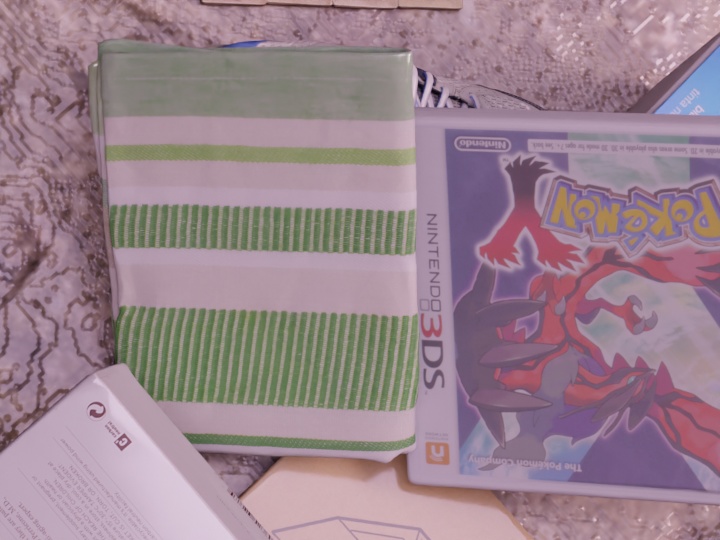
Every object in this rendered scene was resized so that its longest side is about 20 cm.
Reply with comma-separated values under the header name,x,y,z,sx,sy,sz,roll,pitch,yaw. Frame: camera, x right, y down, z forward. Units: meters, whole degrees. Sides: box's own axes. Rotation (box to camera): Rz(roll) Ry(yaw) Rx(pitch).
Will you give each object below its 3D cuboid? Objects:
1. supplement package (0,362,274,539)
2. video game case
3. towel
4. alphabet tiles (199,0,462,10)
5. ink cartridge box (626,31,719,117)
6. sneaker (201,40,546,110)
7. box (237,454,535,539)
name,x,y,z,sx,sy,sz,roll,pitch,yaw
supplement package,-0.124,0.178,1.260,0.200,0.147,0.191,-41,89,0
video game case,0.114,0.018,1.309,0.199,0.023,0.183,2,109,17
towel,-0.047,-0.007,1.319,0.152,0.023,0.201,2,111,12
alphabet tiles,-0.015,-0.213,1.436,0.199,0.006,0.167,1,81,-10
ink cartridge box,0.206,-0.010,1.369,0.086,0.146,0.200,-44,90,-15
sneaker,0.008,-0.068,1.375,0.199,0.085,0.078,8,80,-9
box,-0.010,0.172,1.365,0.200,0.021,0.164,-41,89,-13
